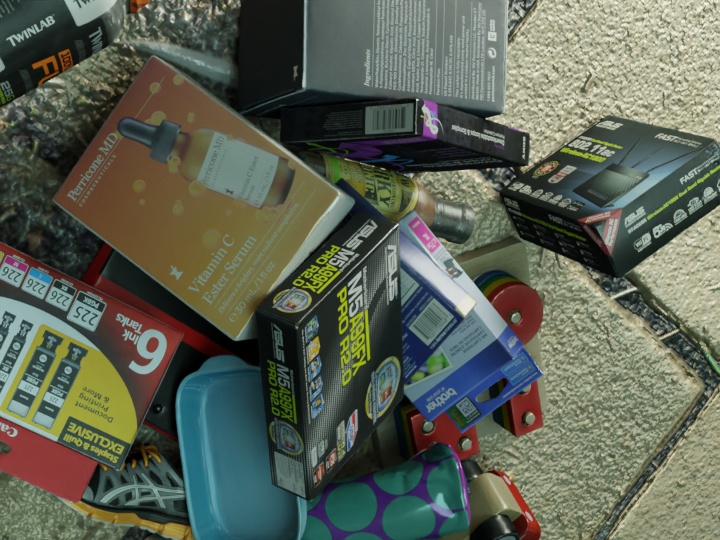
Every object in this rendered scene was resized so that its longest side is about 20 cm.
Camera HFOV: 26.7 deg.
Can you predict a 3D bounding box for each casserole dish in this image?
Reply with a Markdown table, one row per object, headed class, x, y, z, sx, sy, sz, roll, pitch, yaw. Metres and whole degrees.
| class | x | y | z | sx | sy | sz | roll | pitch | yaw |
| --- | --- | --- | --- | --- | --- | --- | --- | --- | --- |
| casserole dish | -0.105 | 0.176 | 1.395 | 0.039 | 0.120 | 0.202 | -8 | 91 | -63 |

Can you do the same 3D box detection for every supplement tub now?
| class | x | y | z | sx | sy | sz | roll | pitch | yaw |
| --- | --- | --- | --- | --- | --- | --- | --- | --- | --- |
| supplement tub | -0.278 | -0.209 | 1.218 | 0.199 | 0.122 | 0.123 | -33 | 118 | -13 |

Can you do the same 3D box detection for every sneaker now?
| class | x | y | z | sx | sy | sz | roll | pitch | yaw |
| --- | --- | --- | --- | --- | --- | --- | --- | --- | --- |
| sneaker | -0.215 | 0.197 | 1.415 | 0.199 | 0.078 | 0.078 | 20 | 91 | -37 |

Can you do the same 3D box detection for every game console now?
| class | x | y | z | sx | sy | sz | roll | pitch | yaw |
| --- | --- | --- | --- | --- | --- | --- | --- | --- | --- |
| game console | -0.178 | 0.056 | 1.413 | 0.199 | 0.031 | 0.178 | 33 | 84 | -32 |

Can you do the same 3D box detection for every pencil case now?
| class | x | y | z | sx | sy | sz | roll | pitch | yaw |
| --- | --- | --- | --- | --- | --- | --- | --- | --- | --- |
| pencil case | 0.008 | 0.230 | 1.482 | 0.198 | 0.093 | 0.085 | -14 | 155 | 4 |

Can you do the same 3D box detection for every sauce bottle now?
| class | x | y | z | sx | sy | sz | roll | pitch | yaw |
| --- | --- | --- | --- | --- | --- | --- | --- | --- | --- |
| sauce bottle | 0.019 | -0.065 | 1.448 | 0.199 | 0.065 | 0.065 | 11 | 101 | -31 |

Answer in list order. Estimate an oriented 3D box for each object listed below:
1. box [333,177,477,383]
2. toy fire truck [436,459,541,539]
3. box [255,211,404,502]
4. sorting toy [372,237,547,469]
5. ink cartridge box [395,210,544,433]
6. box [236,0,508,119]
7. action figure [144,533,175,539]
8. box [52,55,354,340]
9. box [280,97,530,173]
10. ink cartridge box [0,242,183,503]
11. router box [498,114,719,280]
| class | x | y | z | sx | sy | sz | roll | pitch | yaw |
| --- | --- | --- | --- | --- | --- | --- | --- | --- | --- |
| box | 0.000 | 0.000 | 1.380 | 0.200 | 0.121 | 0.032 | 42 | 47 | 3 |
| toy fire truck | 0.127 | 0.313 | 1.594 | 0.176 | 0.129 | 0.200 | -42 | 144 | 14 |
| box | -0.022 | 0.075 | 1.313 | 0.160 | 0.044 | 0.201 | -43 | 142 | -42 |
| sorting toy | 0.104 | 0.095 | 1.538 | 0.199 | 0.070 | 0.200 | -19 | 114 | -20 |
| ink cartridge box | 0.067 | 0.056 | 1.430 | 0.119 | 0.042 | 0.200 | -39 | 94 | 30 |
| box | 0.009 | -0.190 | 1.339 | 0.198 | 0.148 | 0.108 | 3 | 87 | -27 |
| action figure | -0.164 | 0.330 | 1.433 | 0.200 | 0.148 | 0.135 | 35 | 70 | -57 |
| box | -0.130 | -0.059 | 1.290 | 0.199 | 0.106 | 0.153 | 36 | 93 | 6 |
| box | 0.043 | -0.117 | 1.342 | 0.199 | 0.142 | 0.036 | 5 | 85 | -55 |
| ink cartridge box | -0.281 | 0.088 | 1.294 | 0.199 | 0.084 | 0.177 | 27 | 81 | -18 |
| router box | 0.246 | -0.077 | 1.475 | 0.149 | 0.200 | 0.062 | -34 | 114 | -13 |
